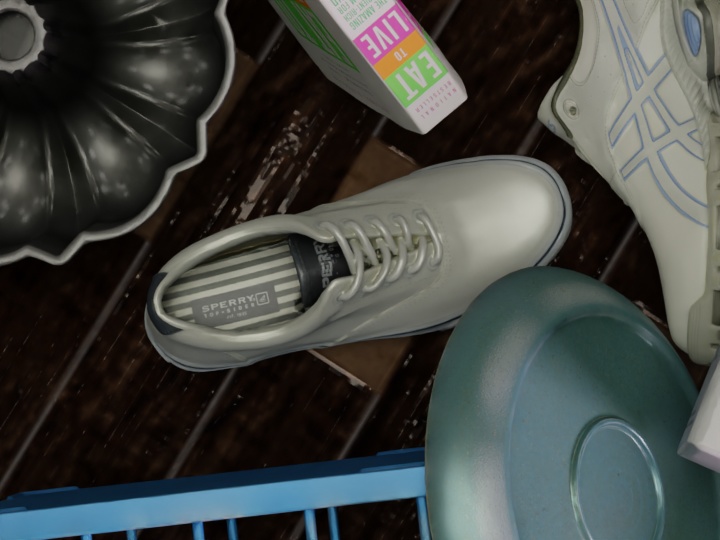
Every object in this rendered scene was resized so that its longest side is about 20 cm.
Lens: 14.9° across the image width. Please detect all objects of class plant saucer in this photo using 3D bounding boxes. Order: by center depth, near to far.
[{"bbox_3d":[0.100,0.095,1.151,0.027,0.199,0.202,-13,83,40],"label":"plant saucer"}]

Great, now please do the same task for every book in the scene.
[{"bbox_3d":[-0.038,-0.155,1.156,0.048,0.134,0.200,-39,113,-1],"label":"book"}]

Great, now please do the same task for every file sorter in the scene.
[{"bbox_3d":[-0.057,0.148,1.166,0.199,0.139,0.124,-6,88,3],"label":"file sorter"}]

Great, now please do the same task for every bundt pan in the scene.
[{"bbox_3d":[-0.148,-0.100,1.218,0.200,0.076,0.203,0,89,5],"label":"bundt pan"}]

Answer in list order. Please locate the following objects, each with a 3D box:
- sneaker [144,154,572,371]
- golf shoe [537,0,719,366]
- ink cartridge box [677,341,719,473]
[{"bbox_3d":[0.000,0.000,1.212,0.199,0.071,0.073,-20,85,0],"label":"sneaker"},{"bbox_3d":[0.129,-0.054,1.224,0.097,0.078,0.201,-6,79,18],"label":"golf shoe"},{"bbox_3d":[0.234,0.009,1.124,0.144,0.085,0.201,23,86,5],"label":"ink cartridge box"}]
